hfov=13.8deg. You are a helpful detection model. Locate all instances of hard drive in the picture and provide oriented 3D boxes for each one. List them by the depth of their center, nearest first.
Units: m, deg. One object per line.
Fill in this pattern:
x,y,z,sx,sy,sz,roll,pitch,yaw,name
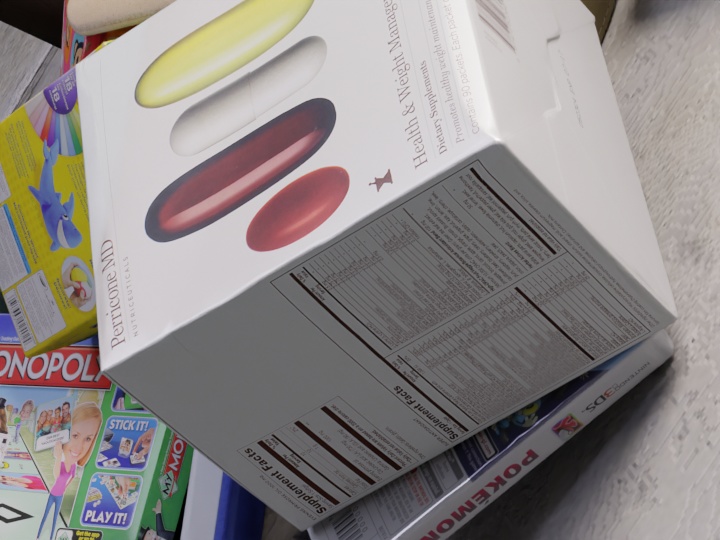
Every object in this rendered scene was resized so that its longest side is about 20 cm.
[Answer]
-0.065,0.114,1.477,0.201,0.025,0.133,-84,-5,-46,hard drive

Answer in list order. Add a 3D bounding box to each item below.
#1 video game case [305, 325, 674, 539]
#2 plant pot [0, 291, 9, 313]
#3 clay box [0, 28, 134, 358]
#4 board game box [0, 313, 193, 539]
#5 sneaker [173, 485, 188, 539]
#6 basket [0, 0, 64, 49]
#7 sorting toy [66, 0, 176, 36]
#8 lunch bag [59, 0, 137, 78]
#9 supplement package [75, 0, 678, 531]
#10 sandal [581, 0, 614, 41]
0.032,0.027,1.339,0.182,0.023,0.200,-40,41,12,video game case
-0.249,0.017,1.956,0.200,0.134,0.201,-49,24,30,plant pot
-0.125,-0.040,1.489,0.200,0.047,0.116,-28,82,52,clay box
-0.168,0.091,1.588,0.199,0.029,0.136,0,70,41,board game box
-0.116,0.118,1.602,0.088,0.074,0.201,-38,50,17,sneaker
-0.119,-0.177,1.811,0.136,0.199,0.181,-47,26,29,basket
-0.033,-0.182,1.504,0.200,0.037,0.185,-42,20,-31,sorting toy
-0.127,-0.098,1.643,0.200,0.081,0.177,-95,12,-57,lunch bag
0.001,-0.036,1.283,0.199,0.147,0.192,-31,44,20,supplement package
0.092,-0.165,1.466,0.069,0.078,0.213,17,69,34,sandal
